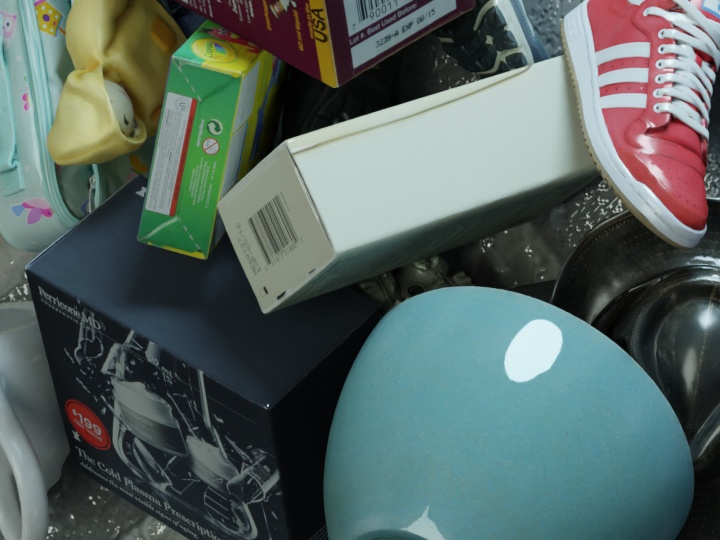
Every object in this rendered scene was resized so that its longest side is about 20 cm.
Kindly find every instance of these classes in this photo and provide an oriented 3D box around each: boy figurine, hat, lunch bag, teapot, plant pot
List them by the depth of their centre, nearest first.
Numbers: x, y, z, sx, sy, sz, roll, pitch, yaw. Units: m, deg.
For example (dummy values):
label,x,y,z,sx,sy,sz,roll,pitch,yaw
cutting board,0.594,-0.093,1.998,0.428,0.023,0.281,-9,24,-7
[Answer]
label,x,y,z,sx,sy,sz,roll,pitch,yaw
plant pot,0.060,0.129,1.359,0.200,0.135,0.201,18,134,19
hat,0.184,0.060,1.397,0.200,0.081,0.201,0,93,2
boy figurine,-0.134,-0.138,1.568,0.064,0.200,0.125,-9,121,34
lunch bag,-0.173,-0.107,1.622,0.077,0.160,0.201,-14,82,34
teapot,-0.261,0.111,1.681,0.197,0.200,0.147,-11,99,20

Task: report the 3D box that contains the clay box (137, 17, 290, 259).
label,x,y,z,sx,sy,sz,roll,pitch,yaw
clay box,-0.079,-0.094,1.529,0.047,0.200,0.115,14,110,4

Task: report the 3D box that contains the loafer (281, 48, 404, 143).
label,x,y,z,sx,sy,sz,roll,pitch,yaw
loafer,-0.014,-0.095,1.543,0.070,0.068,0.201,-33,41,52

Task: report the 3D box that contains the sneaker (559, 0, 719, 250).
label,x,y,z,sx,sy,sz,roll,pitch,yaw
sneaker,0.178,-0.108,1.404,0.112,0.071,0.200,-40,38,24

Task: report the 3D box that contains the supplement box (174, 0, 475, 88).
label,x,y,z,sx,sy,sz,roll,pitch,yaw
supplement box,-0.042,-0.195,1.480,0.200,0.110,0.086,31,142,41

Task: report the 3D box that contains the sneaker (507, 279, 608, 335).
label,x,y,z,sx,sy,sz,roll,pitch,yaw
sneaker,0.136,0.091,1.473,0.099,0.071,0.201,-27,72,36

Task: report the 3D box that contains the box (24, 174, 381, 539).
label,x,y,z,sx,sy,sz,roll,pitch,yaw
box,-0.086,0.072,1.552,0.200,0.104,0.182,27,143,31

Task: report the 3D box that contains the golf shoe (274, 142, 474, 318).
label,x,y,z,sx,sy,sz,roll,pitch,yaw
golf shoe,0.000,0.000,1.562,0.097,0.078,0.200,92,155,-46

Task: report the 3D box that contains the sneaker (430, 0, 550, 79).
label,x,y,z,sx,sy,sz,roll,pitch,yaw
sneaker,0.067,-0.203,1.509,0.200,0.086,0.078,60,155,-7

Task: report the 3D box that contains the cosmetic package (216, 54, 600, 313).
label,x,y,z,sx,sy,sz,roll,pitch,yaw
cosmetic package,0.032,-0.049,1.447,0.104,0.200,0.073,-37,76,56
